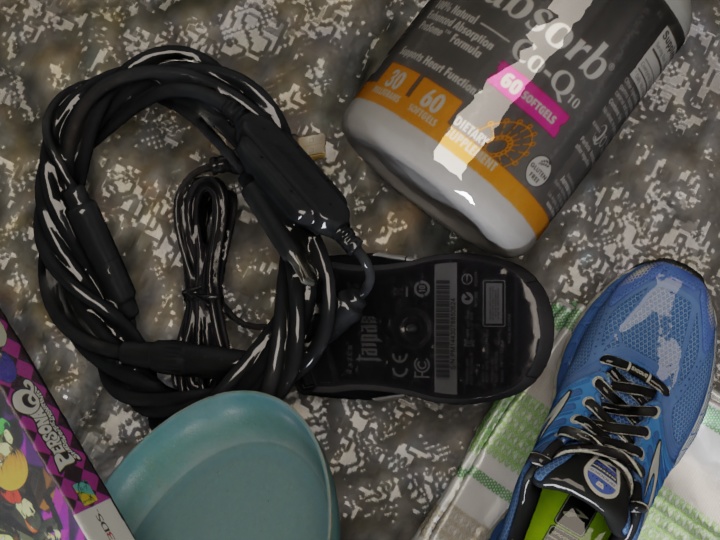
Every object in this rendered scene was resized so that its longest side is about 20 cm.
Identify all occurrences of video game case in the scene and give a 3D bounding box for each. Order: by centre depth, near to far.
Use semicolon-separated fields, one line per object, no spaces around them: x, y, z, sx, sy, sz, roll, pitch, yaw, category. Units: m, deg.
-0.215;0.117;1.046;0.200;0.036;0.182;-35;82;26;video game case

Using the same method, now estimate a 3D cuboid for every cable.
-0.089;-0.014;1.087;0.200;0.051;0.163;47;114;20;cable

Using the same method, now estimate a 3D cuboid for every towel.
0.112;0.133;1.106;0.149;0.031;0.200;32;84;3;towel

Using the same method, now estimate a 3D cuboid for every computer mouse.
0.000;0.000;1.100;0.199;0.046;0.141;-6;87;18;computer mouse

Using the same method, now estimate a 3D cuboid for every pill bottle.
0.091;-0.115;1.089;0.116;0.116;0.200;36;84;2;pill bottle

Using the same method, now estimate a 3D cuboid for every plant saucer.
-0.076;0.151;0.998;0.027;0.200;0.201;31;83;-35;plant saucer

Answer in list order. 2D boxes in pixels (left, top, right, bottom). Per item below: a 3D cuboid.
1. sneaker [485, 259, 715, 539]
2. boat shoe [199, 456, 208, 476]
0.118;0.090;1.047;0.078;0.089;0.201;23;85;-1;sneaker
-0.080;0.177;1.074;0.069;0.074;0.201;0;81;-2;boat shoe
